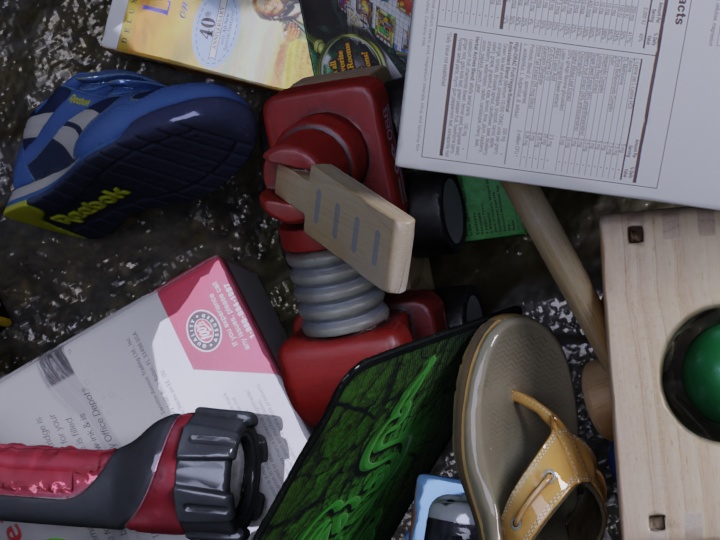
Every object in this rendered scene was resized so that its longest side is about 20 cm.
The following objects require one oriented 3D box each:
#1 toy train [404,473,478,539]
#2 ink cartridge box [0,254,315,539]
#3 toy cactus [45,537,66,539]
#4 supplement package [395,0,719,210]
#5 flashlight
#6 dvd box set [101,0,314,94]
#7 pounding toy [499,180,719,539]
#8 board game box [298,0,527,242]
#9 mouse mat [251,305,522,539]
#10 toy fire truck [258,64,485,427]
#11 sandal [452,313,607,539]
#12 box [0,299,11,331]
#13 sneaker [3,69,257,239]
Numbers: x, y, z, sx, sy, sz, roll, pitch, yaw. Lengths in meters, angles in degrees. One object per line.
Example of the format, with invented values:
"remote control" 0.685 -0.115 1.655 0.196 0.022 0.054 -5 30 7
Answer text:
"toy train" 0.051 0.201 1.045 0.086 0.114 0.202 8 87 12
"ink cartridge box" -0.120 0.105 1.107 0.199 0.085 0.147 -29 80 7
"toy cactus" -0.197 0.169 1.021 0.164 0.200 0.103 -15 44 40
"supplement package" 0.126 -0.131 0.914 0.198 0.152 0.152 8 120 3
"flashlight" -0.150 0.099 1.040 0.198 0.068 0.068 4 59 14
"dvd box set" -0.035 -0.171 1.141 0.198 0.029 0.148 15 89 13
"pounding toy" 0.155 0.040 0.994 0.141 0.200 0.186 -5 83 12
"board game box" 0.024 -0.111 1.088 0.104 0.023 0.202 -7 103 18
"mouse mat" -0.001 0.107 1.012 0.008 0.160 0.201 41 121 21
"toy fire truck" 0.000 0.000 1.007 0.127 0.200 0.178 -6 104 20
"sandal" 0.089 0.121 0.984 0.054 0.080 0.202 -10 76 46
"box" -0.310 0.051 1.115 0.199 0.160 0.050 -29 80 7
"sneaker" -0.127 -0.077 1.094 0.199 0.074 0.083 -15 61 48
